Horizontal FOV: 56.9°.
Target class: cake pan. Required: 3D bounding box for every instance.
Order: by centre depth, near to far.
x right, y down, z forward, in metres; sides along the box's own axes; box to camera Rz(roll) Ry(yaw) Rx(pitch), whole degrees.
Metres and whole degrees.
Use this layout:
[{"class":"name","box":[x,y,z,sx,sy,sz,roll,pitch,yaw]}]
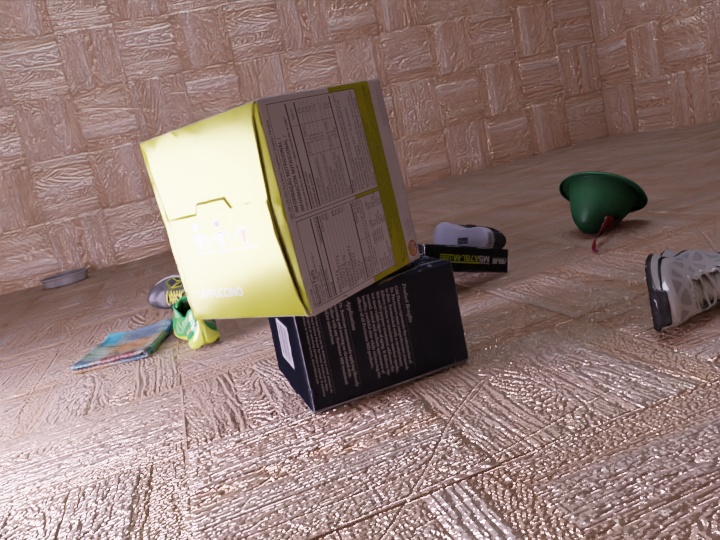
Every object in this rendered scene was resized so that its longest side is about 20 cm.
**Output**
[{"class":"cake pan","box":[-1.216,0.033,2.736,0.195,0.038,0.200,-13,10,2]}]

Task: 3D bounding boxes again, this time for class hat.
[{"class":"hat","box":[0.442,-0.074,1.260,0.198,0.181,0.164,27,-19,-36]}]

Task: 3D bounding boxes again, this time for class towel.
[{"class":"towel","box":[-0.435,0.138,1.236,0.143,0.022,0.200,-14,11,0]}]

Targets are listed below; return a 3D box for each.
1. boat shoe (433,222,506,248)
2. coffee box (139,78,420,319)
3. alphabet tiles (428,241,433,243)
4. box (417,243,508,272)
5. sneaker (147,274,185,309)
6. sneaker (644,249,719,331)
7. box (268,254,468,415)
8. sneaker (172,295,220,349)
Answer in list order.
[{"class":"boat shoe","box":[0.224,-0.065,1.363,0.065,0.072,0.199,2,0,-27]},{"class":"coffee box","box":[-0.083,-0.075,0.721,0.196,0.205,0.196,-5,15,41]},{"class":"alphabet tiles","box":[0.192,-0.056,1.506,0.194,0.008,0.167,-12,11,4]},{"class":"box","box":[0.124,-0.022,1.164,0.189,0.049,0.198,4,-1,-34]},{"class":"sneaker","box":[-0.400,0.049,1.510,0.194,0.077,0.085,-12,11,9]},{"class":"sneaker","box":[0.382,0.009,0.726,0.113,0.078,0.199,-8,9,34]},{"class":"box","box":[-0.003,0.062,0.812,0.192,0.128,0.199,-14,10,-17]},{"class":"sneaker","box":[-0.293,0.081,1.178,0.072,0.086,0.199,-17,10,-24]}]
